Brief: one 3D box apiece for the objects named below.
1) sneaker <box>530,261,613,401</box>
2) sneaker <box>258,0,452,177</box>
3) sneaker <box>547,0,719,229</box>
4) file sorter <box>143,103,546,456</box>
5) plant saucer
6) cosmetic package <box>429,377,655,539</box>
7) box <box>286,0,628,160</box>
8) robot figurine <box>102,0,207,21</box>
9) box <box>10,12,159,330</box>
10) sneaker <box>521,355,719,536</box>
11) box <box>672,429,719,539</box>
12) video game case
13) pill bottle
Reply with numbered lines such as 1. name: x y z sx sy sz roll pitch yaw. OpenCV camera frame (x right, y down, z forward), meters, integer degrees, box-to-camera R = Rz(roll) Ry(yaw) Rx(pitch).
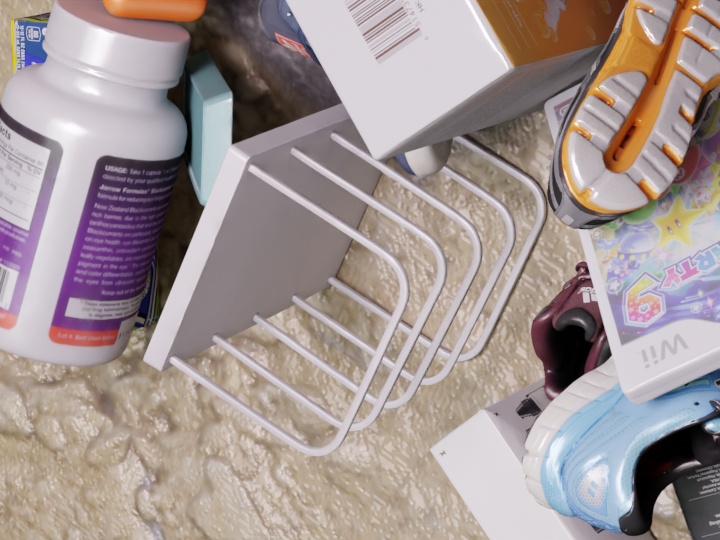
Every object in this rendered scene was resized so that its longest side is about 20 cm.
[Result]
1. sneaker: 0.154 -0.006 1.323 0.076 0.115 0.200 31 116 22
2. sneaker: -0.008 -0.128 1.378 0.084 0.075 0.200 -21 57 9
3. sneaker: 0.153 -0.102 1.266 0.078 0.200 0.077 38 155 1
4. file sorter: 0.000 0.000 1.373 0.124 0.200 0.139 33 116 16
5. plant saucer: -0.090 -0.083 1.423 0.019 0.200 0.070 1 102 -7
6. cosmetic package: 0.129 0.163 1.399 0.051 0.082 0.200 -39 81 32
7. box: 0.061 -0.147 1.295 0.097 0.200 0.125 -32 84 32
8. robot figurine: -0.122 -0.247 1.420 0.116 0.144 0.201 -12 74 4
9. box: -0.172 -0.061 1.541 0.070 0.064 0.201 8 106 29
10. sneaker: 0.179 0.062 1.285 0.090 0.078 0.200 33 78 40
11. box: 0.277 0.121 1.300 0.200 0.079 0.142 -19 88 33
12. video game case: 0.179 -0.042 1.269 0.143 0.018 0.200 -26 50 18
13. pill bottle: -0.165 -0.055 1.440 0.111 0.111 0.200 26 109 24
